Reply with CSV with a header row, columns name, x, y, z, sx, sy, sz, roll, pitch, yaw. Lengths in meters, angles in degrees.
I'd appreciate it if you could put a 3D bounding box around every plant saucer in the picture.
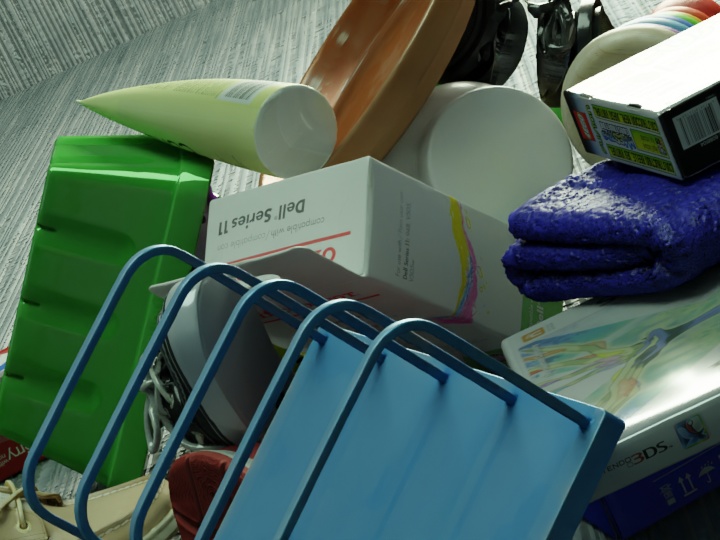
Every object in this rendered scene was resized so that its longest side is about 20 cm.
name,x,y,z,sx,sy,sz,roll,pitch,yaw
plant saucer,0.009,-0.113,1.354,0.200,0.032,0.200,-52,17,23

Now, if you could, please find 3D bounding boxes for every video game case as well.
name,x,y,z,sx,sy,sz,roll,pitch,yaw
video game case,0.155,0.025,1.037,0.182,0.022,0.200,-25,14,3

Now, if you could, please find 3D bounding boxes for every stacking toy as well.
name,x,y,z,sx,sy,sz,roll,pitch,yaw
stacking toy,0.170,-0.114,1.357,0.085,0.085,0.200,-21,11,20

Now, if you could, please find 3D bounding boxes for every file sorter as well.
name,x,y,z,sx,sy,sz,roll,pitch,yaw
file sorter,-0.025,0.080,0.963,0.200,0.123,0.139,15,77,54

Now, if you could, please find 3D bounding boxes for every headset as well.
name,x,y,z,sx,sy,sz,roll,pitch,yaw
headset,0.092,-0.118,1.390,0.123,0.094,0.200,9,-26,-9

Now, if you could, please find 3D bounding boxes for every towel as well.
name,x,y,z,sx,sy,sz,roll,pitch,yaw
towel,0.173,-0.052,1.153,0.200,0.050,0.148,-32,11,-28

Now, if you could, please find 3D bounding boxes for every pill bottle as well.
name,x,y,z,sx,sy,sz,roll,pitch,yaw
pill bottle,0.052,-0.046,1.377,0.111,0.111,0.200,-30,0,-14

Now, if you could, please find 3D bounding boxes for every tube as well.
name,x,y,z,sx,sy,sz,roll,pitch,yaw
tube,-0.082,-0.085,1.342,0.052,0.058,0.200,-51,30,-14

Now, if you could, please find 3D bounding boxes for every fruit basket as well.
name,x,y,z,sx,sy,sz,roll,pitch,yaw
fruit basket,-0.098,0.024,1.404,0.215,0.216,0.156,-25,15,3

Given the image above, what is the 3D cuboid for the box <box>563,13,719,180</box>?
name,x,y,z,sx,sy,sz,roll,pitch,yaw
box,0.207,-0.107,1.147,0.200,0.035,0.110,-27,17,-12

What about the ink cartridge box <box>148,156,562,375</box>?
name,x,y,z,sx,sy,sz,roll,pitch,yaw
ink cartridge box,0.000,0.000,1.239,0.117,0.067,0.200,-14,-26,39

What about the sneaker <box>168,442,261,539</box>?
name,x,y,z,sx,sy,sz,roll,pitch,yaw
sneaker,0.001,0.106,1.138,0.115,0.078,0.200,-19,12,-34

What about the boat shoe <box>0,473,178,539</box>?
name,x,y,z,sx,sy,sz,roll,pitch,yaw
boat shoe,-0.190,0.148,1.276,0.200,0.069,0.074,-25,14,5

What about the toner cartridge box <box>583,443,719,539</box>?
name,x,y,z,sx,sy,sz,roll,pitch,yaw
toner cartridge box,0.175,0.044,1.072,0.200,0.043,0.095,-28,16,-10

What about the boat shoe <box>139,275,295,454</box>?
name,x,y,z,sx,sy,sz,roll,pitch,yaw
boat shoe,-0.076,0.058,1.204,0.068,0.074,0.199,-6,-19,12

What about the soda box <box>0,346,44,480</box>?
name,x,y,z,sx,sy,sz,roll,pitch,yaw
soda box,-0.198,0.076,1.558,0.200,0.063,0.070,-27,15,-6
